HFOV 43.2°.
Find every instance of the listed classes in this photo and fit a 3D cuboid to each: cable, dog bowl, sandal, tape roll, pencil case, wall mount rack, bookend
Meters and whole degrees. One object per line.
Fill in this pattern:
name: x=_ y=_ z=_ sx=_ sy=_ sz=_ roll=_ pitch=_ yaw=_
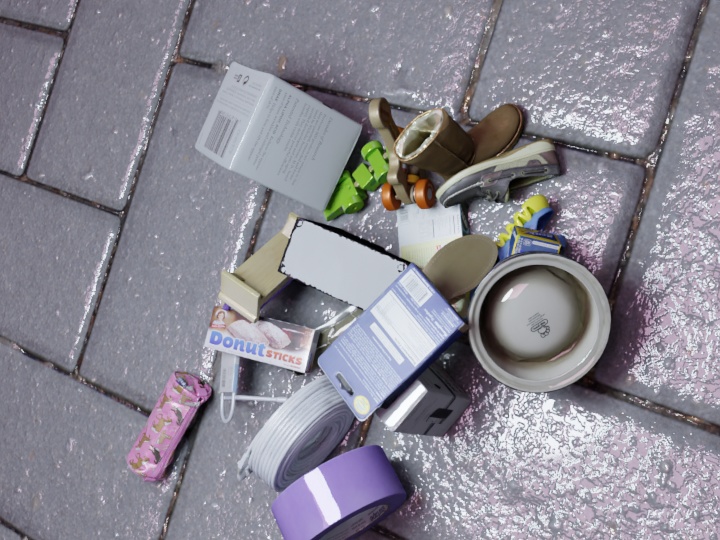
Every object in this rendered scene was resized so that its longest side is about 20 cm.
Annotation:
cable: x=-0.090 y=0.259 z=1.447 sx=0.069 sy=0.199 sz=0.202 roll=41 pitch=121 yaw=22
dog bowl: x=0.245 y=0.063 z=1.273 sx=0.196 sy=0.074 sz=0.204 roll=1 pitch=105 yaw=4
sandal: x=0.239 y=-0.016 z=1.387 sx=0.087 sy=0.079 sz=0.201 roll=43 pitch=103 yaw=23
sandal: x=0.114 y=0.027 z=1.368 sx=0.211 sy=0.070 sz=0.078 roll=-43 pitch=87 yaw=-10
tape roll: x=-0.033 y=0.358 z=1.398 sx=0.199 sy=0.199 sz=0.086 roll=-38 pitch=65 yaw=17
pencil case: x=-0.350 y=0.283 z=1.654 sx=0.082 sy=0.087 sz=0.202 roll=30 pitch=97 yaw=-2
wall mount rack: x=-0.186 y=0.161 z=1.557 sx=0.173 sy=0.073 sz=0.204 roll=-13 pitch=72 yaw=59
bookend: x=0.000 y=0.000 z=1.464 sx=0.196 sy=0.200 sz=0.094 roll=23 pitch=95 yaw=17

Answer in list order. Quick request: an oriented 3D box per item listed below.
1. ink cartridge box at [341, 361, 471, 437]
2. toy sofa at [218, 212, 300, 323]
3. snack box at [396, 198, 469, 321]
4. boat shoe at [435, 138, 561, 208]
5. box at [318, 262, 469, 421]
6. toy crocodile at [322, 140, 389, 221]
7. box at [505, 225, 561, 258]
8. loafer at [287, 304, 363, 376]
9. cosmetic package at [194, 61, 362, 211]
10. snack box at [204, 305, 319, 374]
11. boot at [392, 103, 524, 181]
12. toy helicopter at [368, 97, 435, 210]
ink cartridge box: x=0.067 y=0.170 z=1.377 sx=0.084 sy=0.199 sz=0.144 roll=-48 pitch=63 yaw=8
toy sofa: x=-0.147 y=0.003 z=1.536 sx=0.082 sy=0.200 sz=0.099 roll=31 pitch=139 yaw=17
snack box: x=0.122 y=-0.013 z=1.470 sx=0.114 sy=0.037 sz=0.204 roll=-9 pitch=76 yaw=27
boat shoe: x=0.216 y=-0.138 z=1.409 sx=0.198 sy=0.072 sz=0.067 roll=-24 pitch=75 yaw=5
box: x=0.042 y=0.102 z=1.273 sx=0.200 sy=0.032 sz=0.122 roll=-44 pitch=63 yaw=7
toy crocodile: x=0.009 y=-0.155 z=1.551 sx=0.199 sy=0.061 sz=0.068 roll=-40 pitch=64 yaw=22
box: x=0.236 y=0.042 z=1.339 sx=0.069 sy=0.064 sz=0.204 roll=12 pitch=105 yaw=2
loafer: x=-0.045 y=0.123 z=1.516 sx=0.199 sy=0.075 sz=0.070 roll=-38 pitch=65 yaw=21
cosmetic package: x=-0.139 y=-0.226 z=1.535 sx=0.164 sy=0.198 sz=0.167 roll=32 pitch=98 yaw=52
snack box: x=-0.165 y=0.114 z=1.509 sx=0.197 sy=0.024 sz=0.073 roll=11 pitch=84 yaw=24
boot: x=0.157 y=-0.208 z=1.392 sx=0.176 sy=0.199 sz=0.066 roll=-48 pitch=63 yaw=13
toy helicopter: x=0.064 y=-0.198 z=1.438 sx=0.078 sy=0.201 sz=0.134 roll=-1 pitch=50 yaw=29
